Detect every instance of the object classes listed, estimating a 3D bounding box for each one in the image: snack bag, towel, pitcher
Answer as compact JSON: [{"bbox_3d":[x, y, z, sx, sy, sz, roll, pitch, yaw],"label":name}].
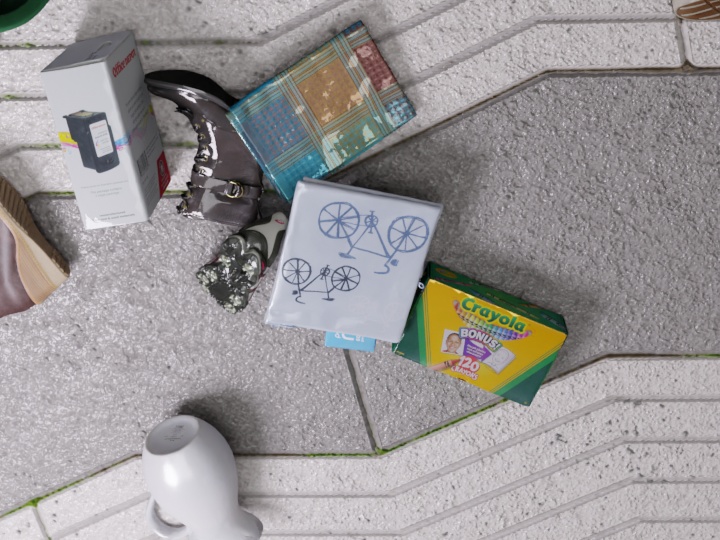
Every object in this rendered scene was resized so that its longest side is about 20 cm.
[{"bbox_3d":[-0.009,-0.007,1.622,0.188,0.021,0.200,9,111,-15],"label":"snack bag"},{"bbox_3d":[-0.046,-0.190,1.590,0.200,0.022,0.147,-34,117,0],"label":"towel"},{"bbox_3d":[-0.243,0.299,1.799,0.171,0.121,0.200,-6,125,21],"label":"pitcher"}]

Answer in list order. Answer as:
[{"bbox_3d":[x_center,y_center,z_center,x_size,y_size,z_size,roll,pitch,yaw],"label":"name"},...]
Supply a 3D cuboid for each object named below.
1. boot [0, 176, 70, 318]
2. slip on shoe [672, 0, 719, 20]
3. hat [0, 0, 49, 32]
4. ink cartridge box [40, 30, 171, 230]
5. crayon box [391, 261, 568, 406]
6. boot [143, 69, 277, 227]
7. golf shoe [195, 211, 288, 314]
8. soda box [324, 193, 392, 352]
[{"bbox_3d":[-0.492,-0.022,1.683,0.166,0.072,0.200,-28,113,11],"label":"boot"},{"bbox_3d":[0.460,-0.347,1.523,0.200,0.076,0.061,-16,72,17],"label":"slip on shoe"},{"bbox_3d":[-0.461,-0.333,1.580,0.166,0.176,0.200,35,72,-10],"label":"hat"},{"bbox_3d":[-0.302,-0.171,1.574,0.083,0.146,0.200,-9,112,8],"label":"ink cartridge box"},{"bbox_3d":[0.155,0.084,1.714,0.200,0.058,0.119,22,112,-7],"label":"crayon box"},{"bbox_3d":[-0.193,-0.143,1.624,0.200,0.069,0.174,20,112,-9],"label":"boot"},{"bbox_3d":[-0.144,-0.007,1.652,0.077,0.088,0.200,47,151,-2],"label":"golf shoe"},{"bbox_3d":[0.000,0.000,1.681,0.068,0.064,0.200,8,114,-1],"label":"soda box"}]
